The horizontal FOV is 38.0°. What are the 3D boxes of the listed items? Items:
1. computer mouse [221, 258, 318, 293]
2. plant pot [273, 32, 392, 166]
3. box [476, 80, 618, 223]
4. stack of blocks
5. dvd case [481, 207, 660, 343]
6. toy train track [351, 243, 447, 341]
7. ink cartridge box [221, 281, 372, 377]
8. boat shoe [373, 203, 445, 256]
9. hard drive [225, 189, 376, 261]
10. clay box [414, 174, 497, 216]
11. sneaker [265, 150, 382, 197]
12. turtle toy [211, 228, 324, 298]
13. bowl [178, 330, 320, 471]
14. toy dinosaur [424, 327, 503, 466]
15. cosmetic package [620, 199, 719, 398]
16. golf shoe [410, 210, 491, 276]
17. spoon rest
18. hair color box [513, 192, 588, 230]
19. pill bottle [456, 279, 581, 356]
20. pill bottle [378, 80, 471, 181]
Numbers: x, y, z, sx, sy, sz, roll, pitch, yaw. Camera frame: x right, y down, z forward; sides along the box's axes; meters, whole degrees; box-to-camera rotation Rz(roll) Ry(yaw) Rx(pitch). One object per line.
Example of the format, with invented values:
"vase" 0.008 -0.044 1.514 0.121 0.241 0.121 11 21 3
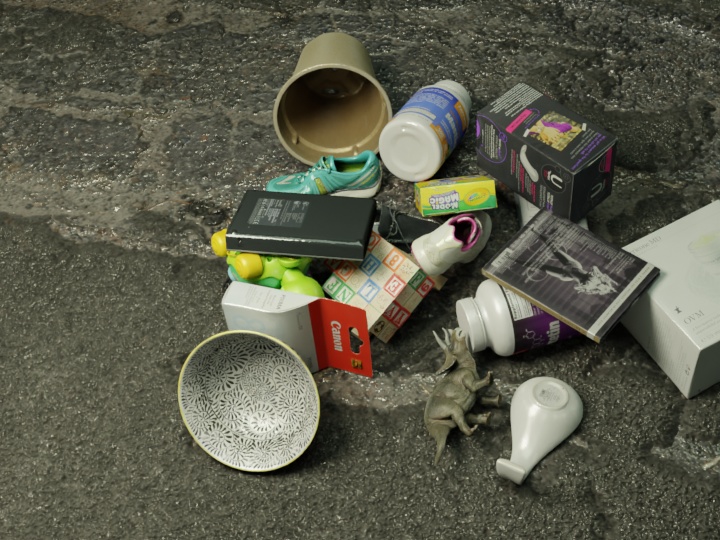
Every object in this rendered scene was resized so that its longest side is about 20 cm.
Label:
"computer mouse" -0.104 0.037 1.599 0.140 0.046 0.199 -40 49 -23
"plant pot" -0.046 -0.308 1.793 0.198 0.202 0.184 -3 40 3
"box" 0.283 -0.180 1.605 0.106 0.123 0.200 -35 55 -21
"stack of blocks" 0.000 0.000 1.552 0.115 0.059 0.200 -50 53 1
"dvd case" 0.291 0.002 1.453 0.199 0.016 0.149 32 61 31
"toy train track" 0.056 0.031 1.592 0.114 0.033 0.200 32 68 20
"ink cartridge box" -0.086 0.099 1.467 0.198 0.161 0.048 12 51 15
"boat shoe" 0.045 -0.066 1.654 0.197 0.063 0.075 5 49 8
"hard drive" -0.082 -0.068 1.506 0.197 0.033 0.140 4 32 7
"clay box" 0.145 -0.117 1.617 0.113 0.048 0.200 -7 7 0
"sneaker" -0.062 -0.156 1.726 0.198 0.080 0.078 -13 51 -4
"turtle toy" -0.122 -0.002 1.531 0.145 0.102 0.200 -19 37 -28
"bowl" -0.140 0.164 1.435 0.198 0.203 0.094 7 17 11
"toy dinosaur" 0.131 0.184 1.446 0.101 0.077 0.202 6 63 34
"cosmetic package" 0.487 0.036 1.487 0.198 0.124 0.200 -25 51 -14
"golf shoe" 0.159 -0.053 1.580 0.076 0.091 0.200 55 39 1
"spoon rest" 0.235 0.216 1.416 0.099 0.061 0.200 22 43 20
"hair color box" 0.300 -0.069 1.631 0.098 0.061 0.202 -4 50 3
"pill bottle" 0.243 0.055 1.501 0.198 0.113 0.113 -16 51 -6
"pill bottle" 0.116 -0.240 1.742 0.111 0.113 0.200 16 39 18
